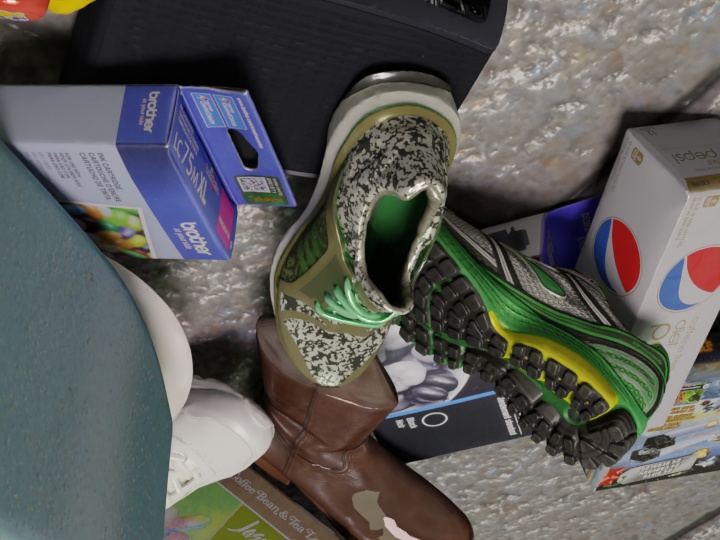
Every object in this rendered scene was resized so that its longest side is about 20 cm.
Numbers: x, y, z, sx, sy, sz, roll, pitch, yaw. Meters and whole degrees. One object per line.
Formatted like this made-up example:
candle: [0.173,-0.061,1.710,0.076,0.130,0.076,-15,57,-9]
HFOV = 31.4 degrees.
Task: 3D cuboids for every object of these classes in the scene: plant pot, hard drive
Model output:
plant pot: [-0.195,0.088,0.603,0.196,0.196,0.200,-23,135,23]
hard drive: [-0.038,-0.105,0.634,0.200,0.042,0.135,10,138,-21]

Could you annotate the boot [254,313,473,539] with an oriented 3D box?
boot: [0.008,0.109,0.814,0.186,0.064,0.200,26,149,3]

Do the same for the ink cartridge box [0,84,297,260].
ink cartridge box: [-0.141,-0.046,0.638,0.200,0.042,0.119,-1,154,9]

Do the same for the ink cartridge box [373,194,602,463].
ink cartridge box: [0.088,0.047,0.843,0.200,0.043,0.198,-16,140,7]

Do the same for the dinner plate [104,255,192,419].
dinner plate: [-0.194,0.053,0.712,0.200,0.024,0.200,1,136,1]

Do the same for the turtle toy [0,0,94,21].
turtle toy: [-0.146,-0.151,0.488,0.200,0.101,0.146,-29,121,22]

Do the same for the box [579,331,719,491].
box: [0.267,0.093,0.909,0.200,0.040,0.137,-5,141,-20]

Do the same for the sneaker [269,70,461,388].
sneaker: [0.000,0.000,0.652,0.077,0.089,0.200,6,131,-12]

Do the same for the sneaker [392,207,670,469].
sneaker: [0.085,0.023,0.728,0.085,0.200,0.078,-37,162,-39]

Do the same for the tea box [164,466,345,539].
tea box: [-0.101,0.272,0.933,0.197,0.134,0.200,-47,150,-21]

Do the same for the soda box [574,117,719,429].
soda box: [0.170,0.010,0.762,0.068,0.064,0.200,-9,133,-25]

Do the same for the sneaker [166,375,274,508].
sneaker: [-0.136,0.136,0.829,0.200,0.099,0.078,-26,117,38]
